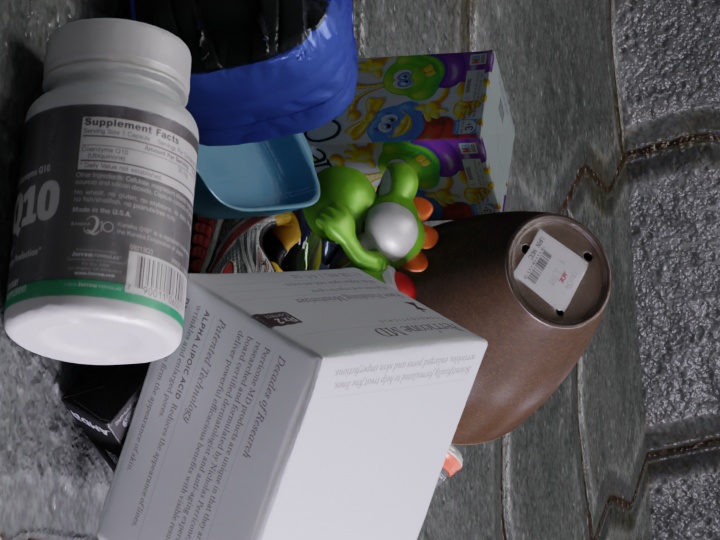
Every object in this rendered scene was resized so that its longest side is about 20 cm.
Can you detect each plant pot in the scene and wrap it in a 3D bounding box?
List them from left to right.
[{"bbox_3d":[0.115,0.028,1.807,0.200,0.186,0.188,142,-46,-63],"label":"plant pot"}]

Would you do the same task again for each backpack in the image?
[{"bbox_3d":[-0.072,-0.182,1.593,0.168,0.162,0.201,63,15,-50],"label":"backpack"}]

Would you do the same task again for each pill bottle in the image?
[{"bbox_3d":[-0.161,-0.050,1.424,0.113,0.113,0.201,50,40,-64],"label":"pill bottle"}]

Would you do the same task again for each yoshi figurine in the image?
[{"bbox_3d":[-0.015,-0.001,1.757,0.112,0.112,0.201,37,55,-35],"label":"yoshi figurine"}]

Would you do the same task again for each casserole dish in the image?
[{"bbox_3d":[-0.101,-0.091,1.676,0.122,0.039,0.200,63,24,10],"label":"casserole dish"}]

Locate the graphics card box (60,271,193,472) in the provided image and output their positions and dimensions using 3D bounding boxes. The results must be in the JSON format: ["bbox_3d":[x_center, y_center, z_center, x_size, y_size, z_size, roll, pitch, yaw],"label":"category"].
[{"bbox_3d":[-0.121,0.102,1.563,0.126,0.051,0.200,-52,148,-18],"label":"graphics card box"}]

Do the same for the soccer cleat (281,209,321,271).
[{"bbox_3d":[-0.056,0.031,1.844,0.084,0.064,0.201,28,58,-58],"label":"soccer cleat"}]

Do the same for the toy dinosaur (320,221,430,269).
[{"bbox_3d":[-0.024,-0.004,2.018,0.200,0.105,0.182,-57,-174,14],"label":"toy dinosaur"}]

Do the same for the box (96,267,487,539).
[{"bbox_3d":[-0.044,0.113,1.507,0.199,0.130,0.201,-3,117,-55],"label":"box"}]

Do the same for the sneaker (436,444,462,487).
[{"bbox_3d":[-0.006,0.135,1.801,0.082,0.200,0.077,-53,128,-9],"label":"sneaker"}]

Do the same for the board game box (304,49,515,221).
[{"bbox_3d":[0.020,-0.109,1.890,0.105,0.199,0.103,70,24,-47],"label":"board game box"}]

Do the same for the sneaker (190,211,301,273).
[{"bbox_3d":[-0.093,0.027,1.700,0.078,0.082,0.201,64,29,-53],"label":"sneaker"}]
